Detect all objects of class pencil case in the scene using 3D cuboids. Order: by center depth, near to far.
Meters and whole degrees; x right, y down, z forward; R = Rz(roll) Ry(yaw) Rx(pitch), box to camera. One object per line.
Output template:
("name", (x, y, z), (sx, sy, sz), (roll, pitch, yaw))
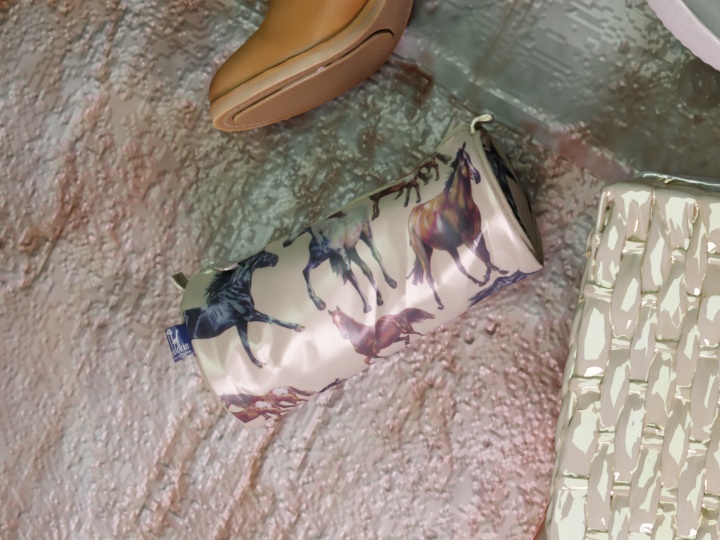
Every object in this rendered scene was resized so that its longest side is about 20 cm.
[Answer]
("pencil case", (0.000, 0.000, 1.254), (0.199, 0.078, 0.090), (-29, 99, 18))

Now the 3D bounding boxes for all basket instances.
("basket", (0.165, 0.057, 1.168), (0.135, 0.123, 0.202), (9, 91, 19))

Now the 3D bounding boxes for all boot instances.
("boot", (-0.026, -0.179, 1.266), (0.200, 0.074, 0.155), (-36, 78, 4))

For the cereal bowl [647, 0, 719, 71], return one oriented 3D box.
("cereal bowl", (0.207, -0.174, 1.161), (0.198, 0.083, 0.202), (1, 82, -10))
